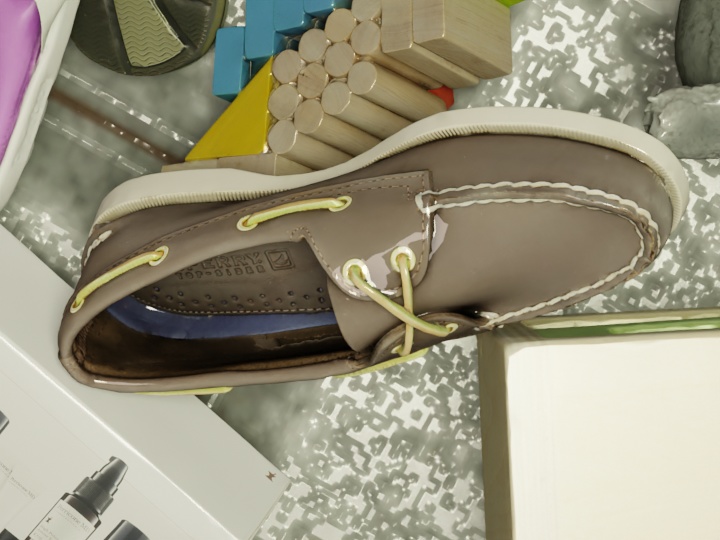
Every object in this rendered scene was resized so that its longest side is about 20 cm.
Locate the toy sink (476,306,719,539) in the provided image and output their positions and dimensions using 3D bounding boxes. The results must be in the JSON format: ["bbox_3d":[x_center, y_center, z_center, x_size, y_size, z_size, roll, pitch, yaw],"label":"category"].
[{"bbox_3d":[0.140,0.061,0.762,0.198,0.130,0.113,-3,92,0],"label":"toy sink"}]

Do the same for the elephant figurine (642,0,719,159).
[{"bbox_3d":[0.159,-0.138,0.748,0.140,0.155,0.202,4,100,1],"label":"elephant figurine"}]

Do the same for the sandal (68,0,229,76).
[{"bbox_3d":[-0.066,-0.166,0.788,0.079,0.057,0.202,13,110,16],"label":"sandal"}]

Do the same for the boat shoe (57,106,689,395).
[{"bbox_3d":[0.000,0.000,0.723,0.199,0.060,0.072,-6,129,25],"label":"boat shoe"}]

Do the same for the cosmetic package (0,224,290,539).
[{"bbox_3d":[-0.126,0.037,0.781,0.200,0.051,0.083,41,117,-2],"label":"cosmetic package"}]

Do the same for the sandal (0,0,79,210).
[{"bbox_3d":[-0.124,-0.105,0.765,0.082,0.050,0.204,11,107,12],"label":"sandal"}]

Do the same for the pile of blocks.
[{"bbox_3d":[0.013,-0.082,0.787,0.200,0.062,0.082,-43,61,17],"label":"pile of blocks"}]
